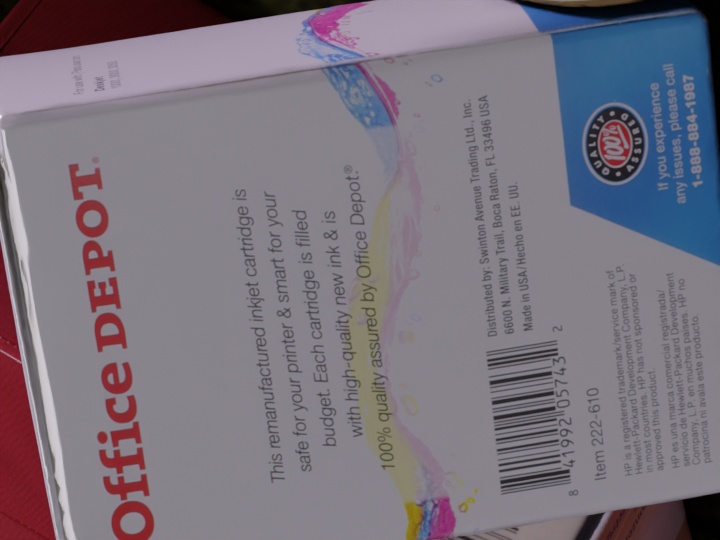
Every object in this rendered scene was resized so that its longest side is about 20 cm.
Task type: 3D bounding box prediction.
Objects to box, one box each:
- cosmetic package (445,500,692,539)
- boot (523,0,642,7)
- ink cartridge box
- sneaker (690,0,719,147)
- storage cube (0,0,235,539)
[{"bbox_3d":[0.060,0.126,1.032,0.087,0.104,0.200,19,154,26],"label":"cosmetic package"},{"bbox_3d":[0.045,-0.159,0.828,0.200,0.072,0.155,16,125,53],"label":"boot"},{"bbox_3d":[0.000,0.000,0.856,0.199,0.085,0.145,-9,109,-6],"label":"ink cartridge box"},{"bbox_3d":[0.118,-0.032,0.920,0.104,0.060,0.201,2,119,41],"label":"sneaker"},{"bbox_3d":[-0.080,0.027,1.031,0.179,0.200,0.171,31,139,2],"label":"storage cube"}]
